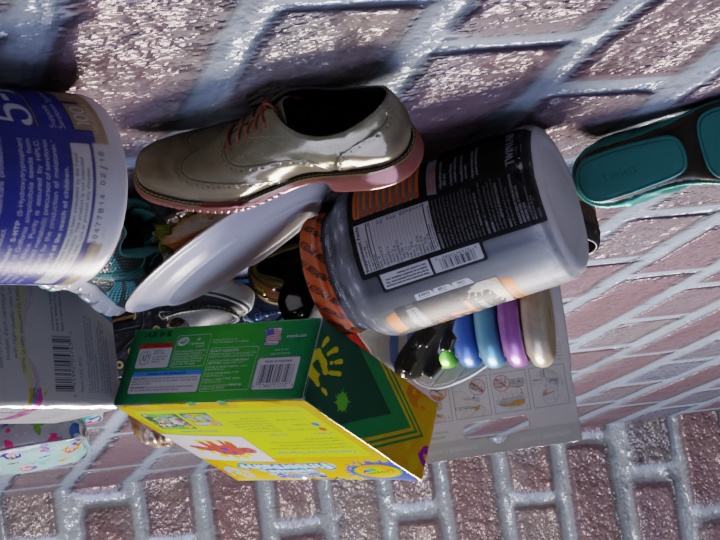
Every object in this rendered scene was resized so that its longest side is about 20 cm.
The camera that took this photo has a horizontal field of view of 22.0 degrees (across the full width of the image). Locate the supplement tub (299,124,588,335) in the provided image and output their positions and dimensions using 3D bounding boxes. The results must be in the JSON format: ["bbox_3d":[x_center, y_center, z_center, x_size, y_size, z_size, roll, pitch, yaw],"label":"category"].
[{"bbox_3d":[0.062,-0.024,1.404,0.199,0.123,0.122,-18,166,20],"label":"supplement tub"}]

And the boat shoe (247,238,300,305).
[{"bbox_3d":[0.000,0.000,1.638,0.199,0.072,0.068,-9,170,0],"label":"boat shoe"}]

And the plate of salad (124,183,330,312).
[{"bbox_3d":[-0.100,-0.032,1.416,0.200,0.048,0.200,-34,173,-5],"label":"plate of salad"}]

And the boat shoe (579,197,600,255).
[{"bbox_3d":[0.107,-0.022,1.577,0.199,0.065,0.073,-17,129,3],"label":"boat shoe"}]

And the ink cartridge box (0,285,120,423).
[{"bbox_3d":[-0.292,0.043,1.448,0.084,0.145,0.200,-15,167,35],"label":"ink cartridge box"}]

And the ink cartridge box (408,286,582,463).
[{"bbox_3d":[0.112,0.070,1.735,0.162,0.201,0.057,-8,177,-3],"label":"ink cartridge box"}]

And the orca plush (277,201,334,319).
[{"bbox_3d":[-0.004,-0.026,1.522,0.200,0.106,0.071,-30,119,36],"label":"orca plush"}]

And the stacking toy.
[{"bbox_3d":[0.068,0.052,1.627,0.199,0.086,0.085,-7,169,12],"label":"stacking toy"}]

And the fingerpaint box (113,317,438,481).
[{"bbox_3d":[-0.066,0.107,1.491,0.199,0.074,0.167,-5,150,38],"label":"fingerpaint box"}]

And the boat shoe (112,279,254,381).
[{"bbox_3d":[-0.184,0.061,1.666,0.199,0.091,0.071,-8,152,33],"label":"boat shoe"}]

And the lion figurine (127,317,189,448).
[{"bbox_3d":[-0.111,0.094,1.623,0.199,0.073,0.123,-7,127,0],"label":"lion figurine"}]

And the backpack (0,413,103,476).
[{"bbox_3d":[-0.341,0.125,1.837,0.176,0.152,0.200,-10,173,-1],"label":"backpack"}]

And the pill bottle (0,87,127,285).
[{"bbox_3d":[-0.249,-0.051,1.086,0.199,0.120,0.119,1,165,-40],"label":"pill bottle"}]

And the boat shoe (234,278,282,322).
[{"bbox_3d":[-0.126,0.048,1.788,0.199,0.069,0.084,-4,168,-20],"label":"boat shoe"}]

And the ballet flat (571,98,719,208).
[{"bbox_3d":[0.260,-0.097,1.421,0.199,0.068,0.070,-13,-168,19],"label":"ballet flat"}]

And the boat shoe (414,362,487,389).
[{"bbox_3d":[0.122,0.029,1.687,0.200,0.074,0.067,-44,180,10],"label":"boat shoe"}]

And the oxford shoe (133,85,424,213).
[{"bbox_3d":[-0.062,-0.090,1.224,0.199,0.071,0.075,-9,142,11],"label":"oxford shoe"}]

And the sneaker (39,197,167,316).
[{"bbox_3d":[-0.184,-0.016,1.437,0.091,0.078,0.200,-19,170,14],"label":"sneaker"}]

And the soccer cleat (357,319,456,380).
[{"bbox_3d":[0.066,-0.005,1.526,0.200,0.086,0.070,-56,147,9],"label":"soccer cleat"}]
